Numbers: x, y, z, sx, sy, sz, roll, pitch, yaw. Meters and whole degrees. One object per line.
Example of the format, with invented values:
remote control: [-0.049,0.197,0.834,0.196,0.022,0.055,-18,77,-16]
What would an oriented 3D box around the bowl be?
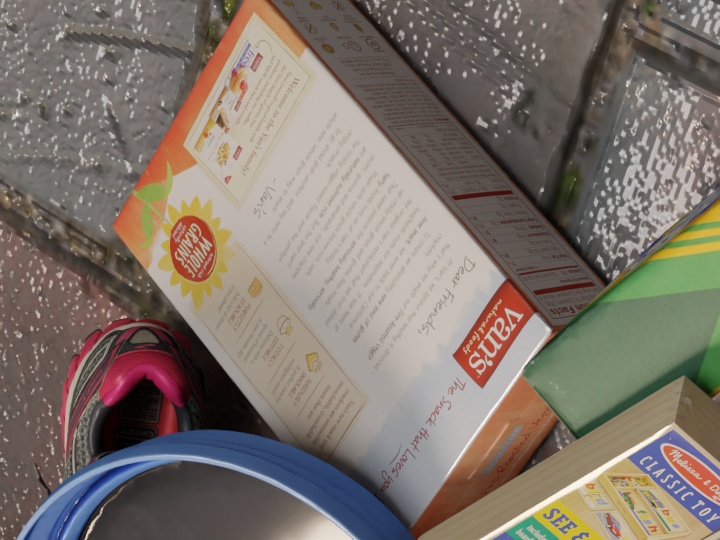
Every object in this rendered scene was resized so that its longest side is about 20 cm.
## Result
bowl: [-0.048,0.156,1.126,0.200,0.039,0.201,10,116,21]

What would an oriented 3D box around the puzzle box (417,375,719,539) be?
puzzle box: [0.131,0.132,0.977,0.200,0.025,0.133,40,128,-17]

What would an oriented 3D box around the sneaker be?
sneaker: [-0.102,0.123,1.200,0.075,0.080,0.201,-145,54,-80]

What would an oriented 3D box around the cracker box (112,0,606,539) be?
cracker box: [0.000,0.000,1.135,0.200,0.058,0.134,51,124,26]

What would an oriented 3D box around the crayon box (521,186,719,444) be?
crayon box: [0.156,-0.024,0.952,0.052,0.126,0.200,50,124,1]
